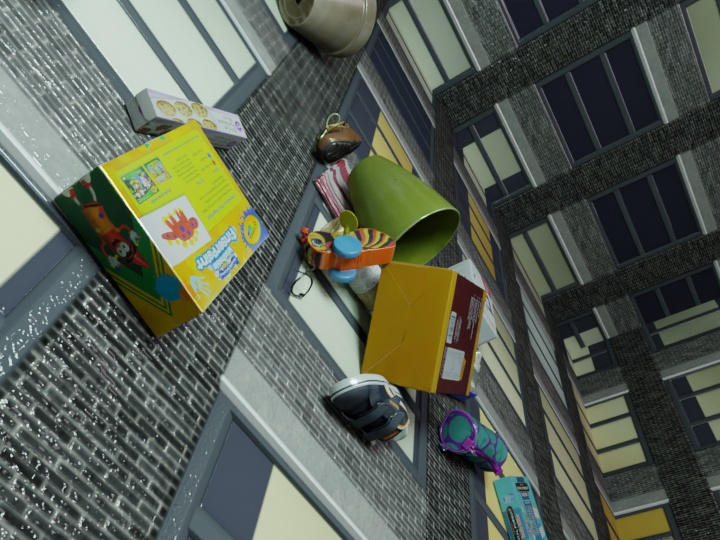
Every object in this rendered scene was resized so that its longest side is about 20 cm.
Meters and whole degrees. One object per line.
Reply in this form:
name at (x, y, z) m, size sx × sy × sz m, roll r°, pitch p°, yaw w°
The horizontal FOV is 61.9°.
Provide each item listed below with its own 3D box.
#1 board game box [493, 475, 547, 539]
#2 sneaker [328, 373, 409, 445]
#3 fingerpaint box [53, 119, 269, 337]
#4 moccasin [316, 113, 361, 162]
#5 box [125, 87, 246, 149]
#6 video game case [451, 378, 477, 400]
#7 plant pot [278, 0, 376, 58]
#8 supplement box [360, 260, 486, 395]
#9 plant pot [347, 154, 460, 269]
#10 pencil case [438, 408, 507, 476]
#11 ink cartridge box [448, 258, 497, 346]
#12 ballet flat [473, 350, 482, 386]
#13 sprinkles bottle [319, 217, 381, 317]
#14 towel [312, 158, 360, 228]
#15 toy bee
board game box at (0.379, 0.585, 1.390) m, size 0.150 × 0.046 × 0.203 m, roll 31°, pitch 40°, yaw -55°
sneaker at (0.024, 0.212, 0.905) m, size 0.199 × 0.078 × 0.080 m, roll 34°, pitch 32°, yaw -56°
fingerpaint box at (-0.202, -0.055, 0.660) m, size 0.168 × 0.072 × 0.201 m, roll 58°, pitch 23°, yaw -17°
moccasin at (-0.050, -0.278, 1.251) m, size 0.078 × 0.073 × 0.201 m, roll 51°, pitch 26°, yaw -5°
box at (-0.225, -0.198, 0.802) m, size 0.199 × 0.038 × 0.042 m, roll -10°, pitch 77°, yaw -68°
video game case at (0.189, 0.186, 1.362) m, size 0.199 × 0.045 × 0.184 m, roll 35°, pitch 36°, yaw -52°
plant pot at (-0.089, -0.607, 1.385) m, size 0.172 × 0.198 × 0.203 m, roll -13°, pitch 78°, yaw -51°
supplement box at (0.119, 0.105, 1.059) m, size 0.199 × 0.131 × 0.201 m, roll 24°, pitch 76°, yaw -60°
plant pot at (0.061, -0.123, 1.172) m, size 0.201 × 0.187 × 0.186 m, roll 54°, pitch 16°, yaw 24°
pencil case at (0.235, 0.357, 1.241) m, size 0.200 × 0.085 × 0.093 m, roll 40°, pitch 17°, yaw -47°
ink cartridge box at (0.314, 0.092, 1.699) m, size 0.146 × 0.082 × 0.202 m, roll 52°, pitch 25°, yaw -31°
ballet flat at (0.274, 0.199, 1.523) m, size 0.067 × 0.063 × 0.203 m, roll 23°, pitch 48°, yaw -59°
sprinkles bottle at (0.000, 0.000, 1.083) m, size 0.201 × 0.067 × 0.069 m, roll 54°, pitch 24°, yaw -27°
towel at (-0.024, -0.149, 1.233) m, size 0.145 × 0.022 × 0.200 m, roll 58°, pitch 22°, yaw -11°
toy bee at (-0.044, -0.040, 0.967) m, size 0.198 × 0.132 × 0.109 m, roll 3°, pitch 35°, yaw -48°
